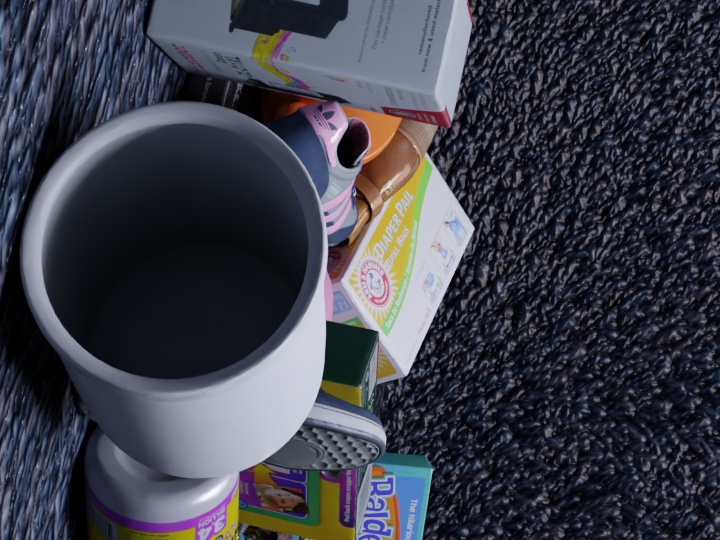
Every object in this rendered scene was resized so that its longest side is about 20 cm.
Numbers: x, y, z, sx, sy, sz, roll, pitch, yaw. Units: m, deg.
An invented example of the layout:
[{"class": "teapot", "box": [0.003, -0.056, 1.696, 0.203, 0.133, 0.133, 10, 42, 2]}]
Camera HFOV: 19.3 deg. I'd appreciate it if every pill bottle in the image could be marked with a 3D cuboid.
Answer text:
[{"class": "pill bottle", "box": [-0.135, 0.191, 1.452, 0.105, 0.103, 0.201, -73, 171, -48]}]

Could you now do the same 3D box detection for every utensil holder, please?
[{"class": "utensil holder", "box": [-0.101, 0.020, 1.240, 0.200, 0.168, 0.172, 91, 11, -70]}]

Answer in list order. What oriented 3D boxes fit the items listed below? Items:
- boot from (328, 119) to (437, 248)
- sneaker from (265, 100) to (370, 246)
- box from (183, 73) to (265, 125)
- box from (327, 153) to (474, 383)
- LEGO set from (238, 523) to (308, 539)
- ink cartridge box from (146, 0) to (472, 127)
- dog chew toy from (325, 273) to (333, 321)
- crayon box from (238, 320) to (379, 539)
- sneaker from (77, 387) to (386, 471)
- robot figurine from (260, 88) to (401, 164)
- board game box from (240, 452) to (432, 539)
[{"class": "boot", "box": [-0.041, -0.086, 1.733, 0.156, 0.199, 0.077, -56, 140, -29]}, {"class": "sneaker", "box": [-0.020, -0.071, 1.530, 0.071, 0.082, 0.200, 58, 7, 13]}, {"class": "box", "box": [-0.099, -0.125, 1.626, 0.201, 0.036, 0.144, 91, 10, -61]}, {"class": "box", "box": [0.000, 0.000, 1.744, 0.102, 0.112, 0.201, 55, 38, -24]}, {"class": "LEGO set", "box": [-0.080, 0.212, 1.736, 0.155, 0.115, 0.201, 62, 31, -25]}, {"class": "ink cartridge box", "box": [-0.031, -0.165, 1.429, 0.146, 0.198, 0.084, 37, 66, -82]}, {"class": "dog chew toy", "box": [-0.089, -0.001, 1.557, 0.201, 0.123, 0.125, 74, 25, -56]}, {"class": "crayon box", "box": [-0.078, 0.106, 1.526, 0.201, 0.171, 0.059, 93, 13, -50]}, {"class": "sneaker", "box": [-0.072, 0.045, 1.391, 0.077, 0.200, 0.147, 116, -14, -57]}, {"class": "robot figurine", "box": [-0.014, -0.150, 1.601, 0.200, 0.115, 0.145, 112, -21, -64]}, {"class": "board game box", "box": [-0.045, 0.232, 1.884, 0.045, 0.198, 0.154, -128, -135, -76]}]
